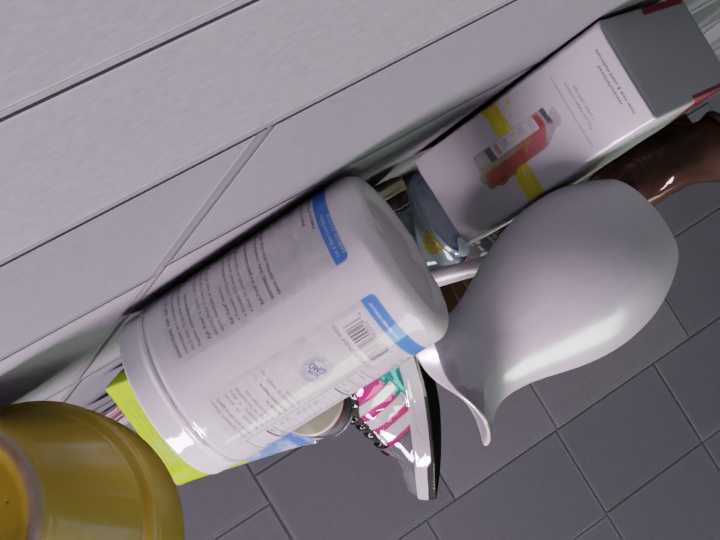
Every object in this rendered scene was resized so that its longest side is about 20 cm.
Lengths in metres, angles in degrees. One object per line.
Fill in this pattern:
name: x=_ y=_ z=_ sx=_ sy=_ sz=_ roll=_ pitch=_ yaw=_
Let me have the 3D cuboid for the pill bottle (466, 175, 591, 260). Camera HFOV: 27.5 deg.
pill bottle: x=0.122 y=-0.054 z=1.373 sx=0.116 sy=0.116 sz=0.200 roll=-28 pitch=175 yaw=-43

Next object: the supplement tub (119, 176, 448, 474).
supplement tub: x=-0.052 y=0.038 z=1.021 sx=0.200 sy=0.132 sz=0.132 roll=-31 pitch=177 yaw=12

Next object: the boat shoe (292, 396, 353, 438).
boat shoe: x=-0.062 y=0.077 z=1.138 sx=0.071 sy=0.063 sz=0.200 roll=-49 pitch=-138 yaw=-7

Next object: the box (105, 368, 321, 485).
box: x=-0.120 y=0.114 z=1.310 sx=0.200 sy=0.122 sz=0.048 roll=-22 pitch=-160 yaw=35

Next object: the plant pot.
plant pot: x=-0.245 y=0.181 z=1.021 sx=0.200 sy=0.201 sz=0.189 roll=-32 pitch=161 yaw=2

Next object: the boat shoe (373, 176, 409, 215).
boat shoe: x=-0.018 y=-0.008 z=1.195 sx=0.072 sy=0.066 sz=0.201 roll=-27 pitch=174 yaw=-46

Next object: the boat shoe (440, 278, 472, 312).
boat shoe: x=0.114 y=0.022 z=1.280 sx=0.200 sy=0.072 sz=0.072 roll=-29 pitch=-177 yaw=-16

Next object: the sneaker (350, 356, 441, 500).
sneaker: x=-0.001 y=0.108 z=1.214 sx=0.120 sy=0.201 sz=0.084 roll=-5 pitch=-152 yaw=11

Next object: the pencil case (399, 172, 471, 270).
pencil case: x=0.000 y=0.000 z=1.284 sx=0.200 sy=0.091 sz=0.083 roll=-35 pitch=148 yaw=23

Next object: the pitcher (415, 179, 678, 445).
pitcher: x=0.119 y=0.013 z=1.088 sx=0.200 sy=0.121 sz=0.172 roll=-38 pitch=-138 yaw=-10

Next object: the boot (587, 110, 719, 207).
boot: x=0.214 y=-0.037 z=1.160 sx=0.200 sy=0.064 sz=0.186 roll=-45 pitch=-161 yaw=-3

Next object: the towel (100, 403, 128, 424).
towel: x=-0.178 y=0.097 z=1.549 sx=0.191 sy=0.032 sz=0.200 roll=-36 pitch=178 yaw=41

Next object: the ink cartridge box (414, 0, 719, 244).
ink cartridge box: x=0.162 y=-0.115 z=1.132 sx=0.200 sy=0.084 sz=0.145 roll=-34 pitch=175 yaw=40
